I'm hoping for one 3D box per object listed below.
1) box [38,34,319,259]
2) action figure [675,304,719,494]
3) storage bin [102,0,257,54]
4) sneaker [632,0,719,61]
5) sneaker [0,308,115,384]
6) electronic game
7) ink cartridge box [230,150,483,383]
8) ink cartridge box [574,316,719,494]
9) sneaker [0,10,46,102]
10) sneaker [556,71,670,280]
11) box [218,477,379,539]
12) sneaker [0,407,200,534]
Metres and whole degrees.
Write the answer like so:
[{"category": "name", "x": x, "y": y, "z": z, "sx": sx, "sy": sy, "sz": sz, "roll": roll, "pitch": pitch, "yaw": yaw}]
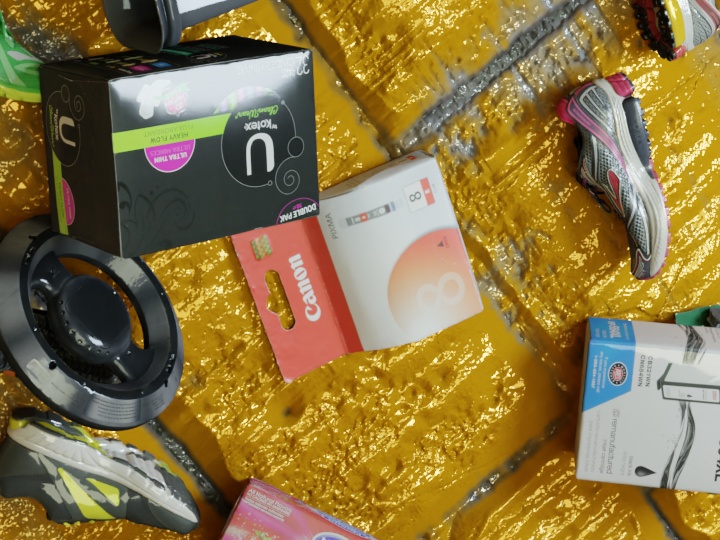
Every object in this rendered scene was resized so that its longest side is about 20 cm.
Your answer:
[{"category": "box", "x": -0.150, "y": -0.108, "z": 1.498, "sx": 0.199, "sy": 0.124, "sz": 0.150, "roll": -15, "pitch": 110, "yaw": -35}, {"category": "action figure", "x": 0.366, "y": 0.134, "z": 1.820, "sx": 0.117, "sy": 0.055, "sz": 0.202, "roll": -6, "pitch": 111, "yaw": -21}, {"category": "storage bin", "x": -0.142, "y": -0.296, "z": 1.478, "sx": 0.134, "sy": 0.145, "sz": 0.202, "roll": -20, "pitch": 111, "yaw": -24}, {"category": "sneaker", "x": 0.289, "y": -0.301, "z": 1.665, "sx": 0.082, "sy": 0.078, "sz": 0.201, "roll": -26, "pitch": 121, "yaw": -15}, {"category": "sneaker", "x": -0.298, "y": 0.059, "z": 1.552, "sx": 0.199, "sy": 0.090, "sz": 0.070, "roll": 19, "pitch": 89, "yaw": -50}, {"category": "electronic game", "x": -0.231, "y": 0.042, "z": 1.518, "sx": 0.200, "sy": 0.201, "sz": 0.042, "roll": 37, "pitch": 129, "yaw": -25}, {"category": "ink cartridge box", "x": 0.000, "y": 0.000, "z": 1.651, "sx": 0.199, "sy": 0.050, "sz": 0.163, "roll": -25, "pitch": 111, "yaw": -15}, {"category": "ink cartridge box", "x": 0.313, "y": 0.133, "z": 1.743, "sx": 0.198, "sy": 0.084, "sz": 0.147, "roll": 5, "pitch": 103, "yaw": 5}, {"category": "sneaker", "x": -0.322, "y": -0.207, "z": 1.464, "sx": 0.200, "sy": 0.074, "sz": 0.084, "roll": 36, "pitch": 95, "yaw": -24}, {"category": "sneaker", "x": 0.243, "y": -0.085, "z": 1.705, "sx": 0.074, "sy": 0.081, "sz": 0.201, "roll": -18, "pitch": 103, "yaw": 1}, {"category": "box", "x": -0.035, "y": 0.276, "z": 1.645, "sx": 0.199, "sy": 0.100, "sz": 0.096, "roll": 26, "pitch": 87, "yaw": 0}, {"category": "sneaker", "x": -0.239, "y": 0.196, "z": 1.613, "sx": 0.199, "sy": 0.075, "sz": 0.085, "roll": 29, "pitch": 100, "yaw": -15}]
